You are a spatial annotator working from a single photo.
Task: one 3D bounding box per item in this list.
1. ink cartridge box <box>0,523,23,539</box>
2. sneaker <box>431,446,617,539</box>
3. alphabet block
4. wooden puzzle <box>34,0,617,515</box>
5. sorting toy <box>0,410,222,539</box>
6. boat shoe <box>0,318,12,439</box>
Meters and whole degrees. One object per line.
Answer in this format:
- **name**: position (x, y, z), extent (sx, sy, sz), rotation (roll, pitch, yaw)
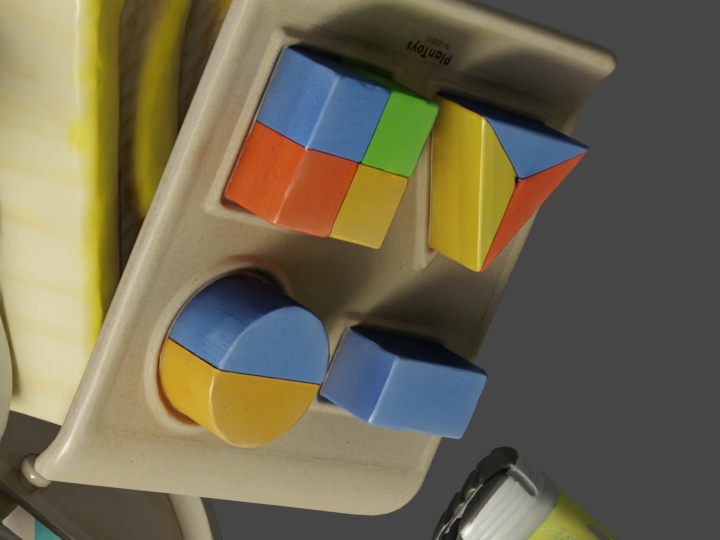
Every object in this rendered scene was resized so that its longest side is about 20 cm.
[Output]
- **ink cartridge box**: position (-0.238, 0.101, 1.031), extent (0.173, 0.044, 0.200), rotation (-17, 136, 36)
- **sneaker**: position (0.048, 0.166, 1.103), extent (0.090, 0.078, 0.200), rotation (29, 130, -3)
- **alphabet block**: position (-0.141, -0.090, 0.953), extent (0.200, 0.196, 0.196), rotation (14, 127, 17)
- **wooden puzzle**: position (0.000, 0.000, 0.917), extent (0.046, 0.185, 0.200), rotation (36, 105, 38)
- **sorting toy**: position (-0.180, 0.102, 1.117), extent (0.180, 0.107, 0.200), rotation (-38, 111, 26)
- **boat shoe**: position (-0.164, -0.023, 0.843), extent (0.068, 0.072, 0.200), rotation (6, 130, 20)
